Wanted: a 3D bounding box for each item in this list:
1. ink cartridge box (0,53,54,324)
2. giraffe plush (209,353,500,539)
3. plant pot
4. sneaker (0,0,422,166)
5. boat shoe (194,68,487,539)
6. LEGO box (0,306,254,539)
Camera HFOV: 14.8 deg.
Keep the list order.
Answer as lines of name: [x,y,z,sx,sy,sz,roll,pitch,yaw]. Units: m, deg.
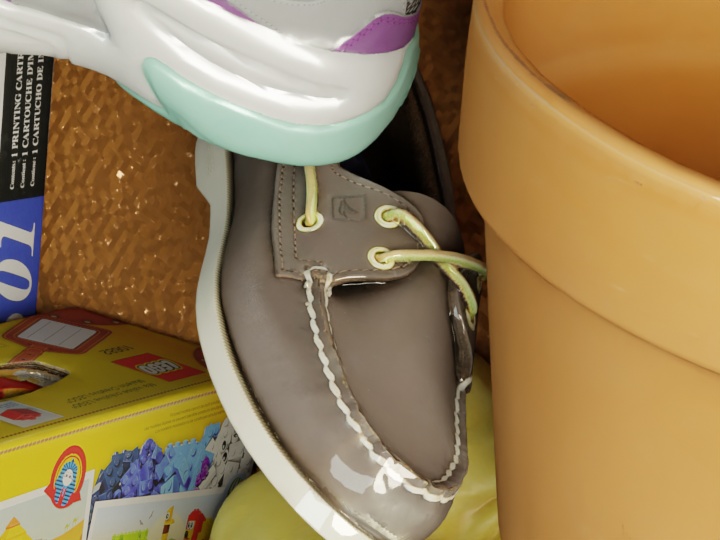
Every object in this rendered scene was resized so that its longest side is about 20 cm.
ink cartridge box: [-0.135,-0.031,0.831,0.044,0.094,0.201,10,101,27]
giraffe plush: [0.016,0.123,0.731,0.199,0.162,0.173,17,103,25]
plant pot: [0.111,0.015,0.662,0.199,0.200,0.141,24,119,23]
sneaker: [-0.072,-0.114,0.684,0.199,0.078,0.140,11,125,-8]
boat shoe: [0.000,0.000,0.727,0.059,0.200,0.072,-41,117,17]
LEGO box: [-0.116,0.101,0.777,0.077,0.200,0.150,16,104,25]
